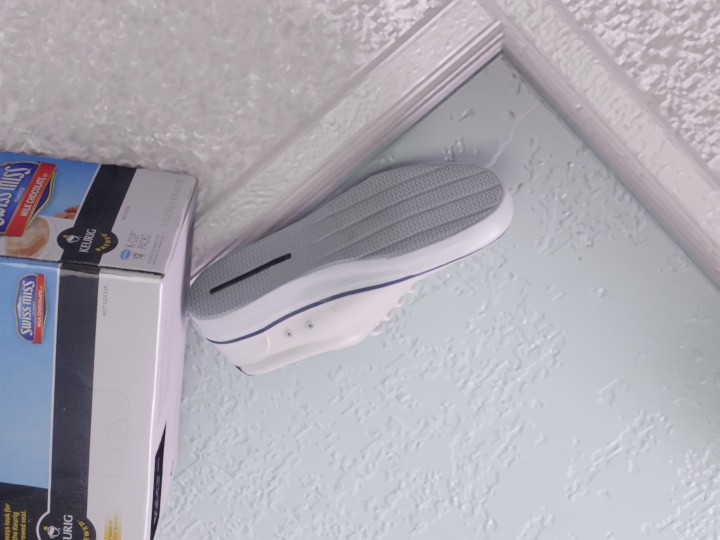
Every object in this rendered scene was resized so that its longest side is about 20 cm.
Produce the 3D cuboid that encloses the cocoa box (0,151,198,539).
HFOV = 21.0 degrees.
[{"bbox_3d":[-0.171,0.052,1.106,0.130,0.134,0.201,7,118,1],"label":"cocoa box"}]

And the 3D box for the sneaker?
[{"bbox_3d":[0.000,0.000,1.114,0.199,0.073,0.071,-20,136,16],"label":"sneaker"}]
